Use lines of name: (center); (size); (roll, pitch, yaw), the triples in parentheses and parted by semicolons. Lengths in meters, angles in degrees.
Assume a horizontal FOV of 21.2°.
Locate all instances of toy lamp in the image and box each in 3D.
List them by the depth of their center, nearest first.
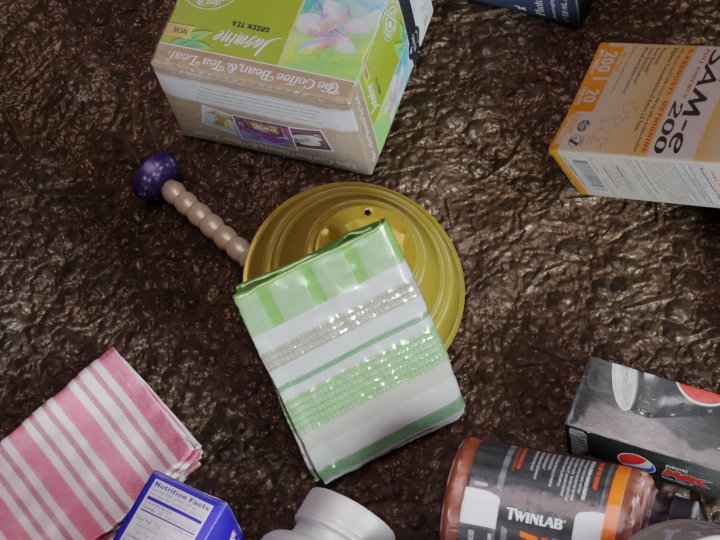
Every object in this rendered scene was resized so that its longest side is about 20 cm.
toy lamp: (-0.126, -0.034, 1.762); (0.058, 0.058, 0.200); (-43, 64, -12)

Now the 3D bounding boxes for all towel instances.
towel: (-0.008, 0.068, 1.620); (0.149, 0.201, 0.031); (-26, 26, -6)
towel: (-0.253, 0.176, 1.692); (0.200, 0.030, 0.146); (-40, 62, -10)

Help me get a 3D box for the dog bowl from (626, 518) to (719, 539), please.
dog bowl: (0.264, 0.289, 1.459); (0.199, 0.059, 0.201); (3, 82, -20)

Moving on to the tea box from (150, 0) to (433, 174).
tea box: (-0.060, -0.219, 1.802); (0.199, 0.134, 0.198); (12, 66, 16)

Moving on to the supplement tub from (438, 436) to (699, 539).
supplement tub: (0.169, 0.202, 1.555); (0.199, 0.107, 0.107); (9, 65, 15)

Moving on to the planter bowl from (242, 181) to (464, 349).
planter bowl: (0.000, 0.000, 1.673); (0.199, 0.084, 0.202); (3, 70, -7)

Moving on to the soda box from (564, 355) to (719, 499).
soda box: (0.273, 0.139, 1.593); (0.199, 0.063, 0.071); (16, 67, 18)

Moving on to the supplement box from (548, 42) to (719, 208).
supplement box: (0.280, -0.128, 1.683); (0.199, 0.074, 0.126); (7, 61, 41)

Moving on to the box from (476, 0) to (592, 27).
box: (0.127, -0.347, 1.796); (0.197, 0.200, 0.124); (18, 68, 20)

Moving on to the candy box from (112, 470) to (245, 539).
candy box: (-0.169, 0.283, 1.541); (0.077, 0.169, 0.201); (24, 69, 17)

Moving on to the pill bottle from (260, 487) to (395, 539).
pill bottle: (-0.055, 0.281, 1.553); (0.111, 0.111, 0.201); (24, 69, 21)
